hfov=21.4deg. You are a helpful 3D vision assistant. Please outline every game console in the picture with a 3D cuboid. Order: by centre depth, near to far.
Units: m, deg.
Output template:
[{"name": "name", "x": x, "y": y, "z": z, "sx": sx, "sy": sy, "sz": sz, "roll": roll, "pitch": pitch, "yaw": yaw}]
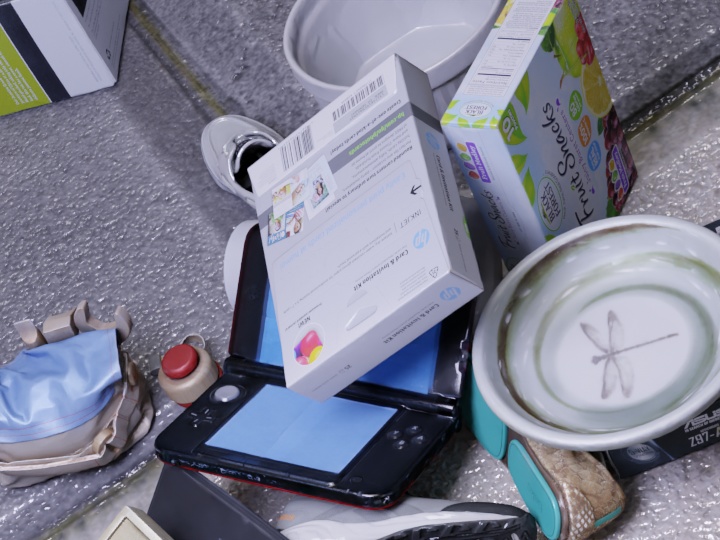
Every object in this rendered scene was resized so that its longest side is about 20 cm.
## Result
[{"name": "game console", "x": -0.033, "y": 0.064, "z": 1.356, "sx": 0.200, "sy": 0.119, "sz": 0.172, "roll": 9, "pitch": 32, "yaw": 29}]

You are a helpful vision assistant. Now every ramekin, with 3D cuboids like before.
[{"name": "ramekin", "x": 0.045, "y": -0.189, "z": 1.622, "sx": 0.200, "sy": 0.105, "sz": 0.200, "roll": -15, "pitch": 45, "yaw": 16}]

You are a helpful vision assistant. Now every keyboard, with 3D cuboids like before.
[{"name": "keyboard", "x": -0.093, "y": 0.226, "z": 1.329, "sx": 0.200, "sy": 0.021, "sz": 0.127, "roll": 31, "pitch": 105, "yaw": 43}]

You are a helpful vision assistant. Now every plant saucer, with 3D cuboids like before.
[{"name": "plant saucer", "x": 0.178, "y": 0.051, "z": 1.304, "sx": 0.200, "sy": 0.050, "sz": 0.200, "roll": -15, "pitch": 45, "yaw": 16}]

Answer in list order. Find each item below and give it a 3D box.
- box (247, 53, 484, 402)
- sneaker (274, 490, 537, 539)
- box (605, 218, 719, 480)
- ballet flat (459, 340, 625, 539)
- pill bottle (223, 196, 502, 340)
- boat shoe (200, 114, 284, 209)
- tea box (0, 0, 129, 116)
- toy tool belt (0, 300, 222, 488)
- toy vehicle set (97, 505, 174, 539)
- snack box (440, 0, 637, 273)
[{"name": "box", "x": -0.001, "y": -0.031, "z": 1.333, "sx": 0.156, "sy": 0.041, "sz": 0.200, "roll": -36, "pitch": 46, "yaw": 28}, {"name": "sneaker", "x": 0.026, "y": 0.176, "z": 1.317, "sx": 0.200, "sy": 0.074, "sz": 0.079, "roll": -6, "pitch": 43, "yaw": 23}, {"name": "box", "x": 0.248, "y": 0.043, "z": 1.344, "sx": 0.200, "sy": 0.044, "sz": 0.160, "roll": -22, "pitch": 43, "yaw": 8}, {"name": "ballet flat", "x": 0.124, "y": 0.115, "z": 1.339, "sx": 0.065, "sy": 0.071, "sz": 0.200, "roll": -11, "pitch": 43, "yaw": -19}, {"name": "pill bottle", "x": 0.000, "y": 0.000, "z": 1.463, "sx": 0.200, "sy": 0.112, "sz": 0.112, "roll": -1, "pitch": 50, "yaw": 28}, {"name": "boat shoe", "x": -0.084, "y": -0.091, "z": 1.626, "sx": 0.074, "sy": 0.065, "sz": 0.200, "roll": -39, "pitch": 44, "yaw": -10}, {"name": "tea box", "x": -0.343, "y": -0.270, "z": 1.879, "sx": 0.197, "sy": 0.134, "sz": 0.200, "roll": -12, "pitch": 45, "yaw": 16}, {"name": "toy tool belt", "x": -0.220, "y": 0.086, "z": 1.490, "sx": 0.200, "sy": 0.123, "sz": 0.125, "roll": -22, "pitch": 44, "yaw": 7}, {"name": "toy vehicle set", "x": -0.127, "y": 0.268, "z": 1.276, "sx": 0.200, "sy": 0.027, "sz": 0.124, "roll": 40, "pitch": 90, "yaw": 27}, {"name": "snack box", "x": 0.137, "y": -0.090, "z": 1.411, "sx": 0.053, "sy": 0.200, "sz": 0.142, "roll": 9, "pitch": 55, "yaw": 33}]
